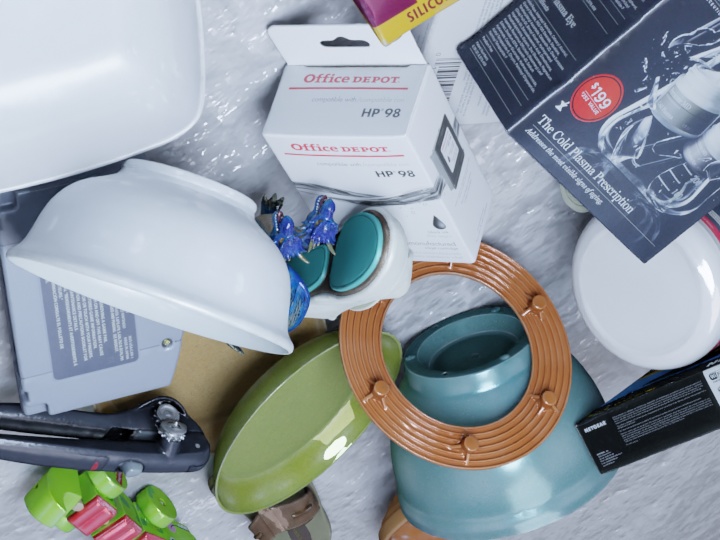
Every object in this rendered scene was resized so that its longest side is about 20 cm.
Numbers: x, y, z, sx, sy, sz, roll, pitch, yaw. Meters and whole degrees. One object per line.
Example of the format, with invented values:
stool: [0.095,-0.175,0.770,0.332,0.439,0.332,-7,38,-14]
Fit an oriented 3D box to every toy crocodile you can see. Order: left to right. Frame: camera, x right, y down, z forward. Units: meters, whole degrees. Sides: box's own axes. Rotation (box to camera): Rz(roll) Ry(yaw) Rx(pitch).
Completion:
toy crocodile: [-0.206,0.210,1.518,0.067,0.062,0.200,-37,140,8]

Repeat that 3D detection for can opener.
can opener: [-0.207,0.133,1.396,0.199,0.064,0.079,7,129,-36]

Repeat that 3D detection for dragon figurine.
dragon figurine: [-0.074,0.011,1.325,0.059,0.100,0.201,3,130,-27]

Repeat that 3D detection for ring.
ring: [0.079,0.061,1.437,0.199,0.201,0.019,-9,161,-23]

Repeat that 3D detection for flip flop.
flip flop: [-0.071,0.219,1.610,0.081,0.058,0.200,-29,140,-2]

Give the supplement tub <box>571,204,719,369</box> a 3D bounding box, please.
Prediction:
supplement tub: [0.276,-0.011,1.475,0.200,0.140,0.141,-23,147,-48]

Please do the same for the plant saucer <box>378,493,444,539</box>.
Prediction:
plant saucer: [0.105,0.205,1.682,0.199,0.038,0.200,-22,159,-9]

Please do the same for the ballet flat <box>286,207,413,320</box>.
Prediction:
ballet flat: [0.000,0.000,1.322,0.069,0.070,0.200,-5,171,-27]

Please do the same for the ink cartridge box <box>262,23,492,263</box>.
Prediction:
ink cartridge box: [0.008,-0.087,1.293,0.115,0.067,0.200,3,148,26]

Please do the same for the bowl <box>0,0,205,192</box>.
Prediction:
bowl: [-0.204,-0.153,1.137,0.199,0.075,0.200,-18,138,-15]

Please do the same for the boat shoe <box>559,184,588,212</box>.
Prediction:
boat shoe: [0.243,-0.117,1.444,0.200,0.072,0.067,-47,147,20]

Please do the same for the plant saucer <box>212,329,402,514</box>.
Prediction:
plant saucer: [-0.050,0.117,1.487,0.200,0.031,0.200,-36,154,-21]

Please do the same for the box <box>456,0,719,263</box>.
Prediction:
box: [0.206,-0.136,1.294,0.182,0.104,0.200,-41,133,13]

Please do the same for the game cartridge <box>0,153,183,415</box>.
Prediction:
game cartridge: [-0.194,0.009,1.315,0.133,0.042,0.201,-16,127,-20]

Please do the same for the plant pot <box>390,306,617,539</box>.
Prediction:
plant pot: [0.109,0.116,1.532,0.199,0.200,0.135,-23,113,-9]

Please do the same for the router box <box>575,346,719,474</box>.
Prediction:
router box: [0.291,0.089,1.456,0.200,0.051,0.149,-28,179,38]

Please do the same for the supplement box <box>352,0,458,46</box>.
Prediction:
supplement box: [0.016,-0.263,1.105,0.131,0.103,0.200,-31,127,2]

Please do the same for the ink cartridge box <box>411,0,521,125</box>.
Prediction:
ink cartridge box: [0.124,-0.196,1.310,0.175,0.045,0.201,-5,134,-25]

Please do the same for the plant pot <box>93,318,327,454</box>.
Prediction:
plant pot: [-0.123,0.074,1.456,0.199,0.028,0.201,-17,139,-15]

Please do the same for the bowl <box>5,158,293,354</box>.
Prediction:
bowl: [-0.128,-0.016,1.208,0.201,0.201,0.091,25,80,-44]
